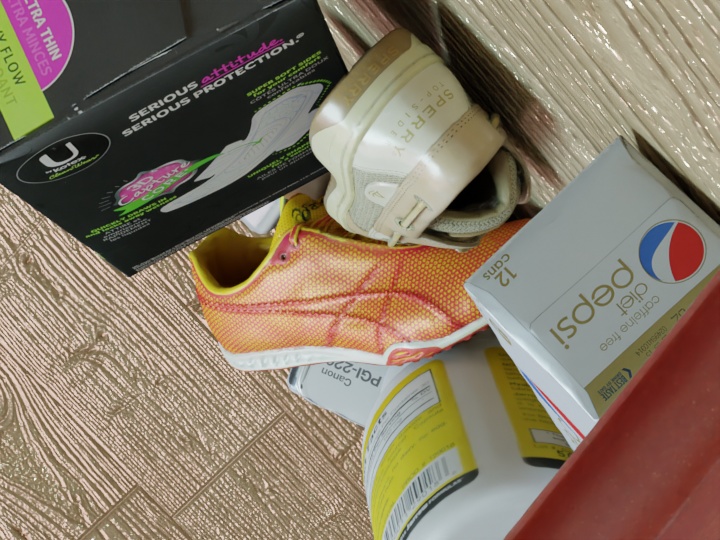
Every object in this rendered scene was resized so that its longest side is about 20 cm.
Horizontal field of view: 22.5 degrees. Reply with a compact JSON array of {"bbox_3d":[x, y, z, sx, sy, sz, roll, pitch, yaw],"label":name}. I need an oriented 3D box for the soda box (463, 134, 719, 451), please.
[{"bbox_3d":[0.098,0.035,0.605,0.064,0.068,0.200,46,178,26],"label":"soda box"}]

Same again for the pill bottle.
[{"bbox_3d":[0.058,0.097,0.793,0.111,0.111,0.200,48,-169,-19],"label":"pill bottle"}]

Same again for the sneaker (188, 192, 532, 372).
[{"bbox_3d":[0.000,0.000,0.832,0.073,0.199,0.077,-49,-57,-51],"label":"sneaker"}]

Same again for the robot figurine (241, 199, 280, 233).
[{"bbox_3d":[-0.105,-0.119,1.209,0.200,0.113,0.169,44,-143,8],"label":"robot figurine"}]

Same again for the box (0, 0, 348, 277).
[{"bbox_3d":[-0.087,-0.103,0.666,0.149,0.124,0.200,63,-179,12],"label":"box"}]

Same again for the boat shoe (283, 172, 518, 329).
[{"bbox_3d":[0.023,-0.040,0.885,0.200,0.070,0.070,40,-144,-10],"label":"boat shoe"}]

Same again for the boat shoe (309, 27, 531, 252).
[{"bbox_3d":[0.030,-0.035,0.706,0.065,0.072,0.200,41,177,10],"label":"boat shoe"}]

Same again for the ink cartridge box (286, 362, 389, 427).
[{"bbox_3d":[0.042,0.047,1.010,0.145,0.085,0.200,24,-175,-1],"label":"ink cartridge box"}]

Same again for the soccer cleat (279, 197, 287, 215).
[{"bbox_3d":[-0.025,-0.066,1.059,0.065,0.084,0.200,49,178,-23],"label":"soccer cleat"}]

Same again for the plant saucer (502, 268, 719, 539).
[{"bbox_3d":[0.078,0.094,0.382,0.037,0.200,0.200,37,-179,-19],"label":"plant saucer"}]
